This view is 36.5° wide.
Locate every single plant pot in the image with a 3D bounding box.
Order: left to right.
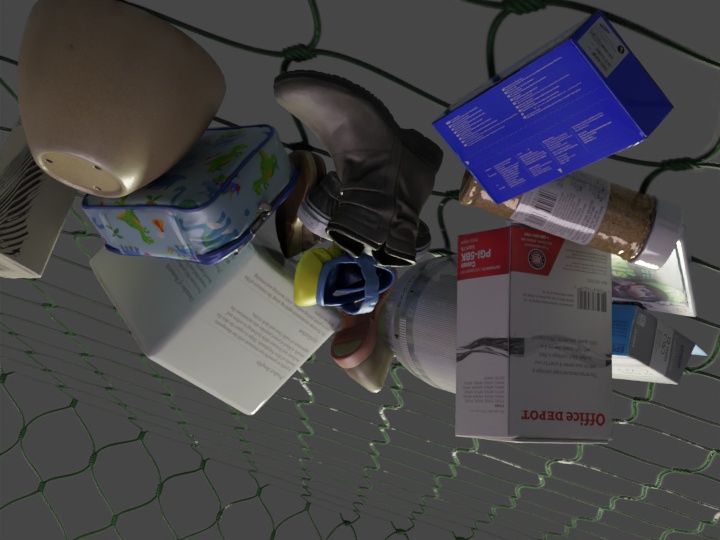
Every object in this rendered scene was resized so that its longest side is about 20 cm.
[{"bbox_3d":[-0.244,-0.150,1.046,0.200,0.135,0.200,14,160,5],"label":"plant pot"}]

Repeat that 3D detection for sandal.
[{"bbox_3d":[0.000,0.000,1.205,0.087,0.200,0.080,17,117,16],"label":"sandal"}]

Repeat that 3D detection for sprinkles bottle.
[{"bbox_3d":[0.195,-0.062,1.015,0.200,0.068,0.068,19,161,-4],"label":"sprinkles bottle"}]

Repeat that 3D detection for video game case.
[{"bbox_3d":[0.264,-0.007,1.173,0.181,0.023,0.200,8,158,24],"label":"video game case"}]

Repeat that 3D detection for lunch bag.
[{"bbox_3d":[-0.173,-0.084,1.126,0.200,0.161,0.083,3,132,37],"label":"lunch bag"}]

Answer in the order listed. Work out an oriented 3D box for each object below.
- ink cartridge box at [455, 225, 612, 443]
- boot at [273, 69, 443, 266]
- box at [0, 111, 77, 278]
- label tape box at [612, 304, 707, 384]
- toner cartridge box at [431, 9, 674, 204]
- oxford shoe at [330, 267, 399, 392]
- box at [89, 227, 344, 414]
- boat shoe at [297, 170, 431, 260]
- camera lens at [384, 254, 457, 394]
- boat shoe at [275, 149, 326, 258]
[{"bbox_3d":[0.170,0.067,1.069,0.147,0.201,0.083,8,170,-36],"label":"ink cartridge box"},{"bbox_3d":[-0.007,-0.090,1.013,0.200,0.131,0.068,29,157,-30],"label":"boot"},{"bbox_3d":[-0.356,-0.094,1.189,0.082,0.200,0.068,-2,153,41],"label":"box"},{"bbox_3d":[0.312,0.097,1.327,0.143,0.066,0.200,1,161,42],"label":"label tape box"},{"bbox_3d":[0.146,-0.123,0.874,0.095,0.043,0.200,51,153,-9],"label":"toner cartridge box"},{"bbox_3d":[0.016,0.071,1.340,0.071,0.200,0.074,-20,116,29],"label":"oxford shoe"},{"bbox_3d":[-0.170,0.025,1.295,0.200,0.171,0.199,47,-176,41],"label":"box"},{"bbox_3d":[0.022,-0.058,1.160,0.200,0.071,0.072,9,-145,-52],"label":"boat shoe"},{"bbox_3d":[0.138,0.065,1.231,0.160,0.160,0.200,28,171,-29],"label":"camera lens"},{"bbox_3d":[-0.050,-0.075,1.210,0.072,0.072,0.200,-11,156,-14],"label":"boat shoe"}]
